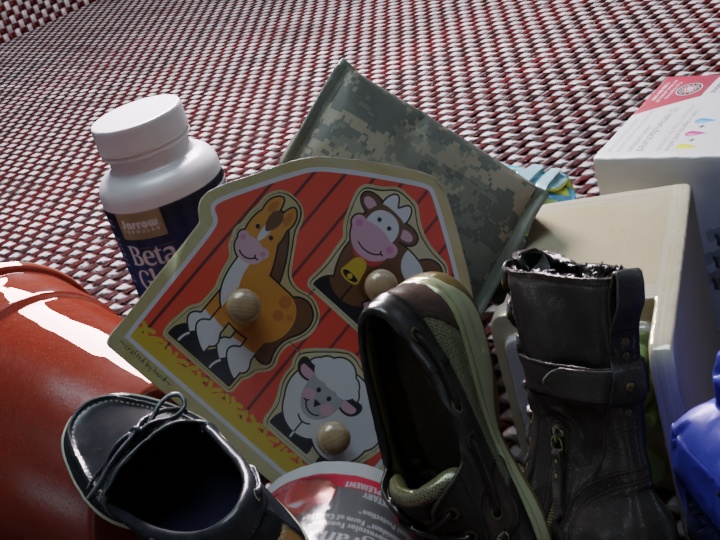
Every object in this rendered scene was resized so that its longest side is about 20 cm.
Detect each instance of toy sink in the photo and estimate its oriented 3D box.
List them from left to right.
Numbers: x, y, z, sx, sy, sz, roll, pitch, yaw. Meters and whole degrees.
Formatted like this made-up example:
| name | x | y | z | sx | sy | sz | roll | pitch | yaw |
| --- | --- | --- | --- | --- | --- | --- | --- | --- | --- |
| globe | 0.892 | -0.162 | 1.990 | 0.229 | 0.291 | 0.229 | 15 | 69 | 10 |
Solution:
| name | x | y | z | sx | sy | sz | roll | pitch | yaw |
| --- | --- | --- | --- | --- | --- | --- | --- | --- | --- |
| toy sink | 0.151 | 0.054 | 0.746 | 0.111 | 0.131 | 0.200 | -8 | 27 | 22 |

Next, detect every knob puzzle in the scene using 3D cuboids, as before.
| name | x | y | z | sx | sy | sz | roll | pitch | yaw |
| --- | --- | --- | --- | --- | --- | --- | --- | --- | --- |
| knob puzzle | -0.016 | 0.021 | 0.715 | 0.218 | 0.222 | 0.030 | -24 | 2 | -13 |

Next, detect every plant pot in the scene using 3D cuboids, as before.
| name | x | y | z | sx | sy | sz | roll | pitch | yaw |
| --- | --- | --- | --- | --- | --- | --- | --- | --- | --- |
| plant pot | -0.176 | 0.113 | 0.797 | 0.194 | 0.203 | 0.200 | 15 | 39 | 38 |

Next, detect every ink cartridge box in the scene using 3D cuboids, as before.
| name | x | y | z | sx | sy | sz | roll | pitch | yaw |
| --- | --- | --- | --- | --- | --- | --- | --- | --- | --- |
| ink cartridge box | 0.288 | -0.045 | 0.840 | 0.198 | 0.146 | 0.145 | 3 | 31 | 37 |

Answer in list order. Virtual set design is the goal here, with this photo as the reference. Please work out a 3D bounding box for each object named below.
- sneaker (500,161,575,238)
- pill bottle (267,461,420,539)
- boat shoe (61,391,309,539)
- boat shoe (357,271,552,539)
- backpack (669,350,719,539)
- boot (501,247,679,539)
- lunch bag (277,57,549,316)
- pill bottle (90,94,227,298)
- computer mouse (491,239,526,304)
| name | x | y | z | sx | sy | sz | roll | pitch | yaw |
| --- | --- | --- | --- | --- | --- | --- | --- | --- | --- |
| sneaker | 0.101 | -0.061 | 1.017 | 0.199 | 0.080 | 0.130 | -2 | 14 | -41 |
| pill bottle | -0.020 | 0.193 | 0.596 | 0.110 | 0.112 | 0.200 | -12 | 25 | 14 |
| boat shoe | -0.097 | 0.100 | 0.611 | 0.075 | 0.063 | 0.199 | -42 | 36 | -17 |
| boat shoe | 0.041 | 0.104 | 0.610 | 0.064 | 0.202 | 0.073 | -16 | -3 | -46 |
| backpack | 0.232 | 0.118 | 0.517 | 0.161 | 0.169 | 0.200 | -22 | 31 | 0 |
| boot | 0.104 | 0.075 | 0.641 | 0.069 | 0.176 | 0.200 | -12 | 2 | -22 |
| lunch bag | 0.000 | 0.000 | 0.795 | 0.201 | 0.163 | 0.118 | -59 | 3 | -11 |
| pill bottle | -0.165 | -0.047 | 1.088 | 0.110 | 0.202 | 0.111 | -15 | 24 | 7 |
| computer mouse | 0.051 | -0.029 | 0.912 | 0.198 | 0.053 | 0.138 | 21 | 12 | 7 |
